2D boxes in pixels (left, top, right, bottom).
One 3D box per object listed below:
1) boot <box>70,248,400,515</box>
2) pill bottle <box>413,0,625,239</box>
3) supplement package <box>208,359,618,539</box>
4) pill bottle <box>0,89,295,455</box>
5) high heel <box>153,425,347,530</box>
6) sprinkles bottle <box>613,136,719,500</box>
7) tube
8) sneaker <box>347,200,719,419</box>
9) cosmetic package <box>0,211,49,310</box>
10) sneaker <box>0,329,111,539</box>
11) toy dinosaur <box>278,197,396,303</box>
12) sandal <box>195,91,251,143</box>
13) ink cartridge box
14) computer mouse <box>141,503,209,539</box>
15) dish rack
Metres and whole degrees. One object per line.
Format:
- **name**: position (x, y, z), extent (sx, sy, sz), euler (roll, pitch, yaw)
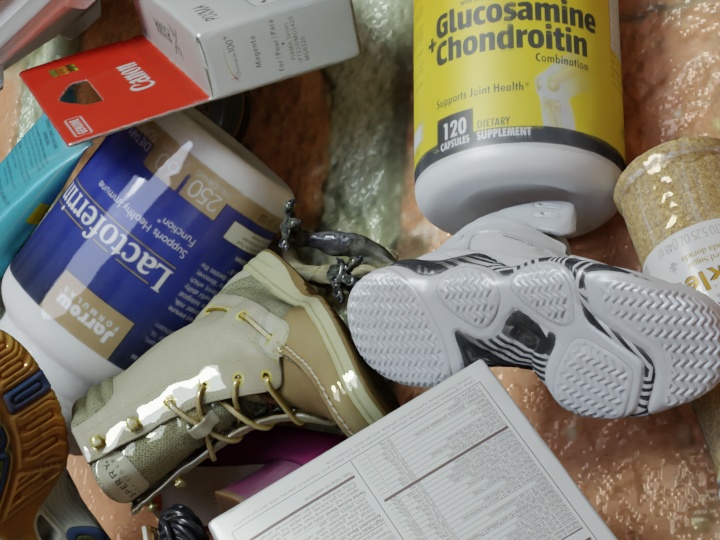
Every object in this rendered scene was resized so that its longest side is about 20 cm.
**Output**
- **boot**: position (-0.071, 0.075, 1.034), extent (0.154, 0.072, 0.200), euler (-35, 27, -7)
- **pill bottle**: position (0.083, -0.123, 1.047), extent (0.111, 0.112, 0.202), euler (-15, 63, 33)
- **supplement package**: position (0.054, 0.184, 0.880), extent (0.150, 0.152, 0.200), euler (-30, 54, -9)
- **pill bottle**: position (-0.139, 0.002, 1.153), extent (0.201, 0.116, 0.116), euler (-53, 49, 5)
- **high heel**: position (-0.065, 0.112, 1.130), extent (0.199, 0.096, 0.068), euler (21, 126, 55)
- **sprinkles bottle**: position (0.180, 0.033, 0.935), extent (0.068, 0.068, 0.201), euler (-32, 55, 25)
- **tube**: position (-0.228, -0.019, 1.178), extent (0.200, 0.050, 0.078), euler (-50, 38, 14)
- **sneaker**: position (0.101, 0.012, 0.942), extent (0.199, 0.115, 0.076), euler (3, 113, 35)
- **cosmetic package**: position (-0.303, -0.040, 1.255), extent (0.075, 0.199, 0.102), euler (-67, 13, -6)
- **sneaker**: position (-0.198, 0.113, 1.083), extent (0.075, 0.201, 0.088), euler (-27, 29, -20)
- **toy dinosaur**: position (0.000, 0.000, 1.080), extent (0.199, 0.088, 0.048), euler (16, 84, 41)
- **sandal**: position (-0.139, -0.044, 1.232), extent (0.082, 0.054, 0.201), euler (37, 97, 42)
- **ink cartridge box**: position (-0.110, -0.139, 1.145), extent (0.172, 0.044, 0.200), euler (-18, 21, -12)
- **computer mouse**: position (-0.036, 0.200, 1.041), extent (0.199, 0.110, 0.044), euler (28, 52, 32)
- **dish rack**: position (-0.186, -0.183, 1.266), extent (0.171, 0.044, 0.200), euler (-37, 8, 30)
